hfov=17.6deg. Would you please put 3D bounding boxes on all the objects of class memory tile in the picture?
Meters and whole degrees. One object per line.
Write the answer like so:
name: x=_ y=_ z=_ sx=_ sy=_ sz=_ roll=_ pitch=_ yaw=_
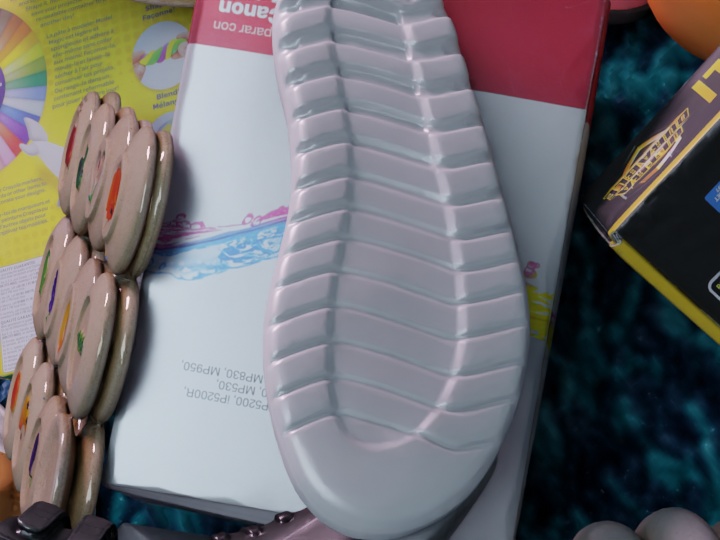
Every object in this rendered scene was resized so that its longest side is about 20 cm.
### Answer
memory tile: x=-0.103 y=0.015 z=0.842 sx=0.017 sy=0.200 sz=0.154 roll=12 pitch=96 yaw=-15

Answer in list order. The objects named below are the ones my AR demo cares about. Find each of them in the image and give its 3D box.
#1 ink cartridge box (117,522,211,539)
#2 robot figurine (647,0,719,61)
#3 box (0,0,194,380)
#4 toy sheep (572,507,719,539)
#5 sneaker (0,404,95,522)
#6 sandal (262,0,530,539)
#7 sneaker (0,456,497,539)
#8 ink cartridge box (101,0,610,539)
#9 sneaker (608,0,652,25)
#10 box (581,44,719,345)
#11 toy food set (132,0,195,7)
ink cartridge box: x=-0.035 y=0.152 z=0.812 sx=0.116 sy=0.200 sz=0.067 roll=40 pitch=97 yaw=25
robot figurine: x=0.152 y=-0.158 z=0.839 sx=0.116 sy=0.144 sz=0.201 roll=-11 pitch=82 yaw=33
box: x=-0.104 y=-0.060 z=0.974 sx=0.117 sy=0.048 sz=0.201 roll=-13 pitch=76 yaw=21
toy sheep: x=0.095 y=0.140 z=0.729 sx=0.199 sy=0.138 sz=0.138 roll=1 pitch=77 yaw=-8
sneaker: x=-0.202 y=0.055 z=0.973 sx=0.200 sy=0.085 sz=0.073 roll=29 pitch=93 yaw=28
sandal: x=0.009 y=-0.007 z=0.738 sx=0.082 sy=0.050 sz=0.203 roll=3 pitch=64 yaw=-6
sneaker: x=-0.054 y=0.093 z=0.718 sx=0.200 sy=0.071 sz=0.099 roll=-38 pitch=74 yaw=-15
ink cartridge box: x=0.000 y=0.000 z=0.839 sx=0.144 sy=0.145 sz=0.201 roll=10 pitch=82 yaw=2
sneaker: x=0.048 y=-0.178 z=0.884 sx=0.200 sy=0.074 sz=0.087 roll=48 pitch=142 yaw=9
box: x=0.198 y=-0.041 z=0.783 sx=0.160 sy=0.049 sz=0.200 roll=41 pitch=98 yaw=-17
toy food set: x=-0.074 y=-0.201 z=0.930 sx=0.197 sy=0.049 sz=0.201 roll=27 pitch=68 yaw=-14
